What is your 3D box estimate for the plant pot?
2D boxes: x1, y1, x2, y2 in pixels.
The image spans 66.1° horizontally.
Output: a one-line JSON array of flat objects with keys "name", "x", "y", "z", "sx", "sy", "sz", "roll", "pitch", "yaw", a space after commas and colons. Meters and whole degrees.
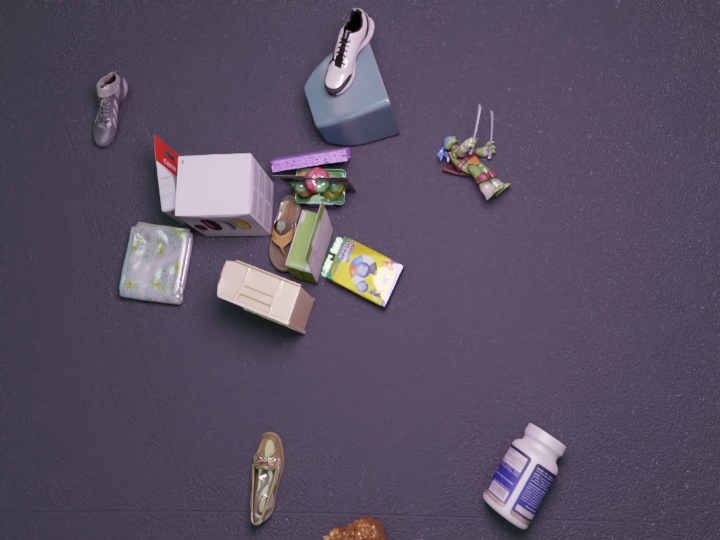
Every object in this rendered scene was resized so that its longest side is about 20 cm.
[{"name": "plant pot", "x": -0.030, "y": -0.432, "z": 1.407, "sx": 0.195, "sy": 0.196, "sz": 0.202, "roll": -21, "pitch": 78, "yaw": 7}]

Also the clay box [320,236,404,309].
[{"name": "clay box", "x": 0.000, "y": 0.000, "z": 1.394, "sx": 0.196, "sy": 0.048, "sz": 0.117, "roll": 26, "pitch": 84, "yaw": 9}]

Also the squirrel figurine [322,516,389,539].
[{"name": "squirrel figurine", "x": -0.006, "y": 0.677, "z": 1.249, "sx": 0.186, "sy": 0.141, "sz": 0.202, "roll": -40, "pitch": 64, "yaw": 9}]

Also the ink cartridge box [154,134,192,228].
[{"name": "ink cartridge box", "x": -0.468, "y": -0.229, "z": 1.429, "sx": 0.046, "sy": 0.160, "sz": 0.207, "roll": -10, "pitch": 79, "yaw": 5}]

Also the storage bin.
[{"name": "storage bin", "x": -0.223, "y": 0.065, "z": 1.330, "sx": 0.193, "sy": 0.200, "sz": 0.096, "roll": 20, "pitch": 81, "yaw": 9}]

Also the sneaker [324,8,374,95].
[{"name": "sneaker", "x": -0.037, "y": -0.511, "z": 1.285, "sx": 0.072, "sy": 0.080, "sz": 0.205, "roll": 24, "pitch": 92, "yaw": 16}]

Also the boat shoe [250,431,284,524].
[{"name": "boat shoe", "x": -0.229, "y": 0.495, "z": 1.323, "sx": 0.071, "sy": 0.063, "sz": 0.207, "roll": 8, "pitch": 81, "yaw": 7}]

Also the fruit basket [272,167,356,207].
[{"name": "fruit basket", "x": -0.108, "y": -0.208, "z": 1.368, "sx": 0.179, "sy": 0.200, "sz": 0.097, "roll": 3, "pitch": 95, "yaw": 6}]

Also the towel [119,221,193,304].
[{"name": "towel", "x": -0.537, "y": -0.021, "z": 1.458, "sx": 0.165, "sy": 0.048, "sz": 0.207, "roll": 6, "pitch": 81, "yaw": 8}]

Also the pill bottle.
[{"name": "pill bottle", "x": 0.370, "y": 0.455, "z": 1.237, "sx": 0.114, "sy": 0.116, "sz": 0.203, "roll": 32, "pitch": 85, "yaw": 11}]

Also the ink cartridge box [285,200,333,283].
[{"name": "ink cartridge box", "x": -0.129, "y": -0.074, "z": 1.338, "sx": 0.073, "sy": 0.201, "sz": 0.152, "roll": 14, "pitch": 75, "yaw": 8}]

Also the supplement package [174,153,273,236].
[{"name": "supplement package", "x": -0.334, "y": -0.182, "z": 1.386, "sx": 0.185, "sy": 0.200, "sz": 0.152, "roll": -1, "pitch": 79, "yaw": 6}]

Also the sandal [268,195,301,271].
[{"name": "sandal", "x": -0.196, "y": -0.101, "z": 1.430, "sx": 0.078, "sy": 0.054, "sz": 0.207, "roll": 6, "pitch": 81, "yaw": 7}]

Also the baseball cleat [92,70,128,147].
[{"name": "baseball cleat", "x": -0.705, "y": -0.449, "z": 1.523, "sx": 0.068, "sy": 0.107, "sz": 0.207, "roll": 12, "pitch": 83, "yaw": 3}]

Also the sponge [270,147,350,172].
[{"name": "sponge", "x": -0.125, "y": -0.288, "z": 1.428, "sx": 0.193, "sy": 0.112, "sz": 0.031, "roll": -8, "pitch": 106, "yaw": 5}]

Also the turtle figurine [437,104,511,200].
[{"name": "turtle figurine", "x": 0.306, "y": -0.288, "z": 1.364, "sx": 0.198, "sy": 0.144, "sz": 0.196, "roll": -36, "pitch": 82, "yaw": 2}]
